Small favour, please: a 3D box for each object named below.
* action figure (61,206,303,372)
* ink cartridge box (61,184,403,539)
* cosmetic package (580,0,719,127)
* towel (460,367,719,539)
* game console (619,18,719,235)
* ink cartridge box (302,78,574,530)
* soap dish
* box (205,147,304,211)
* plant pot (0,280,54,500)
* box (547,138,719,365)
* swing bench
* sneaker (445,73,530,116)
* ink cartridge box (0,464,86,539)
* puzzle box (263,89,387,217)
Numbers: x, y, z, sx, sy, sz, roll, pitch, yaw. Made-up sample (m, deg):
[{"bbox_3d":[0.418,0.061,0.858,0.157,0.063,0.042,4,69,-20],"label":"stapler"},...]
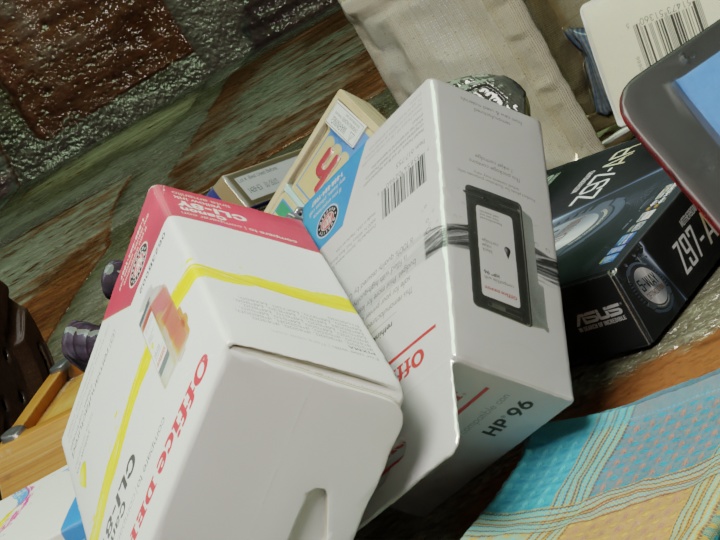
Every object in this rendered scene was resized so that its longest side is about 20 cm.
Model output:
[{"bbox_3d":[-0.060,0.027,1.075,0.200,0.069,0.130,3,67,41],"label":"action figure"},{"bbox_3d":[-0.064,0.066,0.915,0.200,0.083,0.145,-125,54,-65],"label":"ink cartridge box"},{"bbox_3d":[0.220,-0.135,1.138,0.105,0.071,0.200,-20,-4,39],"label":"cosmetic package"},{"bbox_3d":[0.089,0.102,0.807,0.147,0.022,0.200,-22,16,38],"label":"towel"},{"bbox_3d":[0.247,-0.080,0.910,0.200,0.119,0.172,-35,13,-12],"label":"game console"},{"bbox_3d":[0.032,0.029,0.930,0.116,0.068,0.200,-44,37,42],"label":"ink cartridge box"},{"bbox_3d":[-0.114,0.078,1.227,0.200,0.081,0.157,-26,14,17],"label":"soap dish"},{"bbox_3d":[-0.094,-0.002,1.325,0.121,0.032,0.200,-25,-20,-52],"label":"box"},{"bbox_3d":[-0.317,0.104,1.391,0.198,0.201,0.200,-19,15,14],"label":"plant pot"},{"bbox_3d":[0.124,-0.011,1.100,0.160,0.044,0.200,-19,18,43],"label":"box"},{"bbox_3d":[0.118,-0.151,1.292,0.200,0.199,0.130,-37,14,-23],"label":"swing bench"},{"bbox_3d":[0.045,-0.035,1.186,0.089,0.077,0.200,-23,-30,-53],"label":"sneaker"},{"bbox_3d":[-0.176,0.164,1.073,0.200,0.067,0.116,-29,13,12],"label":"ink cartridge box"},{"bbox_3d":[0.000,0.000,1.091,0.133,0.025,0.200,-58,34,12],"label":"puzzle box"}]
